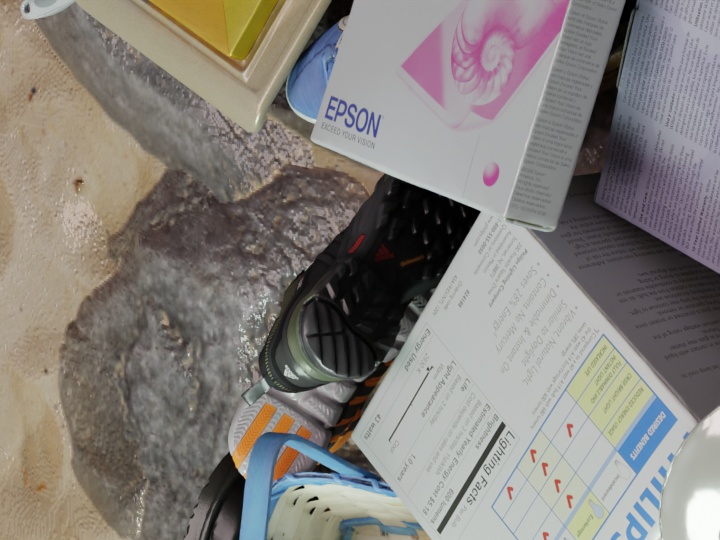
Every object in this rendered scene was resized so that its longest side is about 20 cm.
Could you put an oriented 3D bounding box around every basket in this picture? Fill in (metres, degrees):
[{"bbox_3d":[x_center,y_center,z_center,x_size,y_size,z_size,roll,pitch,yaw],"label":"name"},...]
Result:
[{"bbox_3d":[-0.017,0.191,1.543,0.139,0.200,0.177,4,81,33],"label":"basket"}]

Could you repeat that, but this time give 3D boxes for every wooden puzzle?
[{"bbox_3d":[-0.085,-0.213,1.660,0.185,0.037,0.200,37,107,30],"label":"wooden puzzle"}]

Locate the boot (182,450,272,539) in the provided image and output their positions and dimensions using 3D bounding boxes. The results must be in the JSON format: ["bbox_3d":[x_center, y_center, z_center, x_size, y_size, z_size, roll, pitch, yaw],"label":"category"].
[{"bbox_3d":[-0.032,0.224,1.682,0.158,0.079,0.211,13,100,20],"label":"boot"}]

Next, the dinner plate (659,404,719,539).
[{"bbox_3d":[0.247,0.132,1.327,0.200,0.024,0.200,5,123,8],"label":"dinner plate"}]

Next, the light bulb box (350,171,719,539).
[{"bbox_3d":[0.129,0.085,1.466,0.200,0.125,0.198,50,130,28],"label":"light bulb box"}]

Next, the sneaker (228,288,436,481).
[{"bbox_3d":[-0.010,0.043,1.648,0.078,0.112,0.200,39,94,4],"label":"sneaker"}]

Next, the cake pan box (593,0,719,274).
[{"bbox_3d":[0.217,-0.085,1.364,0.184,0.052,0.200,30,126,32],"label":"cake pan box"}]

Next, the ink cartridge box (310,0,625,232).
[{"bbox_3d":[0.063,-0.139,1.426,0.196,0.043,0.200,24,100,55],"label":"ink cartridge box"}]

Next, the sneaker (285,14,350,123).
[{"bbox_3d":[0.016,-0.127,1.582,0.200,0.077,0.076,-15,88,49],"label":"sneaker"}]

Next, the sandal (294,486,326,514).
[{"bbox_3d":[-0.043,0.237,1.760,0.076,0.043,0.200,11,97,39],"label":"sandal"}]

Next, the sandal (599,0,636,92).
[{"bbox_3d":[0.131,-0.124,1.463,0.055,0.082,0.200,19,137,-2],"label":"sandal"}]

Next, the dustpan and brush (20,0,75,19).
[{"bbox_3d":[-0.149,-0.198,1.761,0.200,0.057,0.140,-17,86,48],"label":"dustpan and brush"}]

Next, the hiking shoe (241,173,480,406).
[{"bbox_3d":[0.000,0.000,1.541,0.101,0.200,0.076,-25,105,45],"label":"hiking shoe"}]
